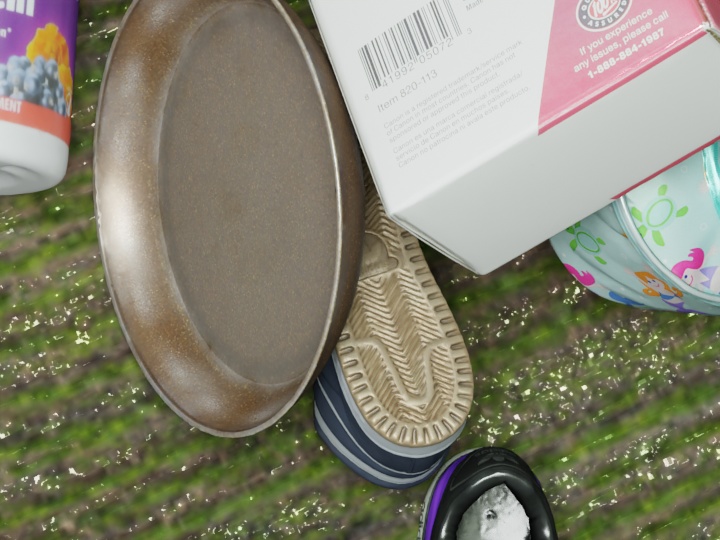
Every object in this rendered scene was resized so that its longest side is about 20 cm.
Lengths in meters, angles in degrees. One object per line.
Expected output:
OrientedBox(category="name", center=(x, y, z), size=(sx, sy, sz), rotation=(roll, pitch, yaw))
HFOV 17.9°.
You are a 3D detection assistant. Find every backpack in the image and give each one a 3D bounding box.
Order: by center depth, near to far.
OrientedBox(category="backpack", center=(0.177, -0.064, 0.992), size=(0.198, 0.150, 0.179), rotation=(0, 89, -20))

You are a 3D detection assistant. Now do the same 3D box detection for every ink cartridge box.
OrientedBox(category="ink cartridge box", center=(0.058, -0.125, 0.917), size=(0.146, 0.083, 0.201), rotation=(-30, 60, 19))

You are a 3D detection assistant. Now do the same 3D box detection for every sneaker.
OrientedBox(category="sneaker", center=(0.052, 0.174, 0.986), size=(0.069, 0.100, 0.202), rotation=(1, 81, -5))
OrientedBox(category="sneaker", center=(0.000, 0.000, 1.015), size=(0.069, 0.109, 0.202), rotation=(-11, 68, -7))

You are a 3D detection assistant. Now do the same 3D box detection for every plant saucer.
OrientedBox(category="plant saucer", center=(-0.054, -0.032, 0.968), size=(0.032, 0.200, 0.202), rotation=(-6, 82, -35))

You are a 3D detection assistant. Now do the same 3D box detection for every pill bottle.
OrientedBox(category="pill bottle", center=(-0.175, -0.140, 0.996), size=(0.110, 0.111, 0.202), rotation=(4, 82, -7))
